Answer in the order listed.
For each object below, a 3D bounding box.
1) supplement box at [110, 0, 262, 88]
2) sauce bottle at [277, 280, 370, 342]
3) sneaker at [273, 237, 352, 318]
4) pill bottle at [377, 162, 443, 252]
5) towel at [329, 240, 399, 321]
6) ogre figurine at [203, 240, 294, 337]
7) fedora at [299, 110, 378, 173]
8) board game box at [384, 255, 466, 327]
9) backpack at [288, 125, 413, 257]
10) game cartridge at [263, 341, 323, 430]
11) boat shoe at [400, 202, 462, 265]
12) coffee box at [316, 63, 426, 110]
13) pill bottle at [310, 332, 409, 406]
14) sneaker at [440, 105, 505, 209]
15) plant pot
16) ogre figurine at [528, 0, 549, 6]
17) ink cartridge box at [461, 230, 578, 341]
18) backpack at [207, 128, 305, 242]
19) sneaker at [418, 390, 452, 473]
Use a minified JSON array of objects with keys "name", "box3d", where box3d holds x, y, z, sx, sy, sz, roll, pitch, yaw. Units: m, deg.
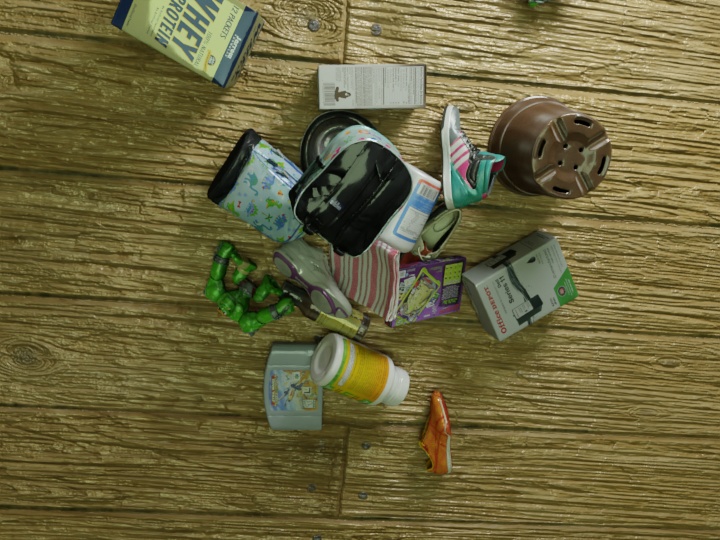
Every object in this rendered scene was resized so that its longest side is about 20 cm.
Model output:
[{"name":"supplement box","box3d":[-0.286,-0.428,1.099,0.198,0.200,0.136,27,103,-13]},{"name":"sauce bottle","box3d":[-0.076,0.081,1.330,0.198,0.065,0.065,29,102,-10]},{"name":"sneaker","box3d":[-0.080,0.008,1.281,0.200,0.075,0.100,45,54,1]},{"name":"pill bottle","box3d":[0.074,-0.107,1.264,0.111,0.112,0.202,26,102,-11]},{"name":"towel","box3d":[0.000,0.000,1.249,0.030,0.199,0.149,-21,124,-38]},{"name":"ogre figurine","box3d":[-0.236,0.047,1.288,0.199,0.098,0.120,36,102,-10]},{"name":"fedora","box3d":[-0.030,-0.209,1.237,0.174,0.090,0.203,-16,106,0]},{"name":"board game box","box3d":[0.135,0.040,1.298,0.198,0.032,0.122,-9,108,-38]},{"name":"backpack","box3d":[-0.010,-0.150,1.131,0.176,0.151,0.200,34,113,-26]},{"name":"game cartridge","box3d":[-0.146,0.255,1.388,0.131,0.042,0.204,0,106,-9]},{"name":"boat shoe","box3d":[0.138,-0.055,1.309,0.071,0.063,0.201,36,101,-15]},{"name":"coffee box","box3d":[0.018,-0.343,1.193,0.196,0.115,0.081,-2,106,-5]},{"name":"pill bottle","box3d":[0.003,0.217,1.339,0.198,0.111,0.112,26,103,-27]},{"name":"sneaker","box3d":[0.218,-0.223,1.224,0.119,0.083,0.204,-3,85,17]},{"name":"plant pot","box3d":[0.365,-0.227,1.209,0.196,0.198,0.204,-1,105,-5]},{"name":"ogre figurine","box3d":[0.372,-0.595,1.157,0.118,0.098,0.204,6,91,12]},{"name":"ink cartridge box","box3d":[0.331,0.032,1.326,0.198,0.083,0.148,-29,108,-3]},{"name":"backpack","box3d":[-0.173,-0.145,1.227,0.199,0.154,0.164,32,107,-25]},{"name":"sneaker","box3d":[0.167,0.368,1.427,0.076,0.073,0.204,-2,103,6]}]
